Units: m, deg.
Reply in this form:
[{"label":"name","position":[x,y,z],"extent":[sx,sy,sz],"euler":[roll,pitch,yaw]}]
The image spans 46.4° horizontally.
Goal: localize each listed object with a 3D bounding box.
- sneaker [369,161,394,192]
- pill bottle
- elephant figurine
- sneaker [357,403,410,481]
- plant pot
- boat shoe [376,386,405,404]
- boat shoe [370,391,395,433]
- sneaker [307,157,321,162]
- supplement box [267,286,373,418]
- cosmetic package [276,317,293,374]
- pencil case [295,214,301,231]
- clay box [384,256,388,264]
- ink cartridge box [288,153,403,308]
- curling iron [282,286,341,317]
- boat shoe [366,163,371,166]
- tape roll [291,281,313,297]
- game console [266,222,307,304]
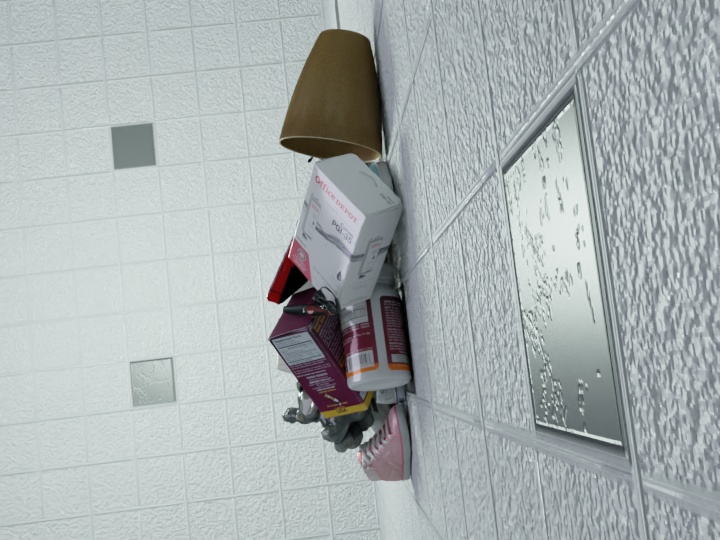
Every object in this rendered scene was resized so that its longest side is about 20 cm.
[{"label":"sneaker","position":[0.011,-0.146,1.462],"extent":[0.200,0.080,0.075],"euler":[-108,13,-76]},{"label":"pill bottle","position":[0.022,0.098,1.452],"extent":[0.114,0.112,0.204],"euler":[93,171,-73]},{"label":"elephant figurine","position":[-0.077,0.264,1.693],"extent":[0.199,0.156,0.142],"euler":[30,166,36]},{"label":"sneaker","position":[0.044,0.341,1.629],"extent":[0.076,0.103,0.202],"euler":[-97,3,-49]},{"label":"plant pot","position":[-0.040,-0.309,1.471],"extent":[0.186,0.183,0.204],"euler":[141,136,-87]},{"label":"boat shoe","position":[0.033,0.161,1.631],"extent":[0.075,0.084,0.205],"euler":[93,171,-70]},{"label":"boat shoe","position":[0.052,0.270,1.706],"extent":[0.070,0.063,0.203],"euler":[19,133,42]},{"label":"sneaker","position":[-0.054,-0.247,1.952],"extent":[0.078,0.137,0.204],"euler":[-158,62,-86]},{"label":"supplement box","position":[-0.057,0.145,1.511],"extent":[0.201,0.102,0.132],"euler":[58,-145,-24]},{"label":"cosmetic package","position":[-0.065,0.137,1.645],"extent":[0.071,0.198,0.107],"euler":[5,96,49]},{"label":"pencil case","position":[-0.043,-0.069,1.688],"extent":[0.198,0.078,0.088],"euler":[24,144,37]},{"label":"clay box","position":[0.000,0.000,1.588],"extent":[0.114,0.048,0.202],"euler":[23,138,33]},{"label":"ink cartridge box","position":[-0.028,-0.063,1.353],"extent":[0.147,0.082,0.202],"euler":[47,137,30]},{"label":"curling iron","position":[-0.085,0.058,1.399],"extent":[0.050,0.025,0.199],"euler":[58,155,-9]},{"label":"boat shoe","position":[0.006,-0.119,1.609],"extent":[0.076,0.071,0.203],"euler":[89,166,-65]},{"label":"tape roll","position":[-0.052,0.022,1.826],"extent":[0.203,0.137,0.206],"euler":[15,-90,-79]},{"label":"game console","position":[-0.105,-0.037,1.542],"extent":[0.200,0.031,0.179],"euler":[-47,-21,-69]}]
